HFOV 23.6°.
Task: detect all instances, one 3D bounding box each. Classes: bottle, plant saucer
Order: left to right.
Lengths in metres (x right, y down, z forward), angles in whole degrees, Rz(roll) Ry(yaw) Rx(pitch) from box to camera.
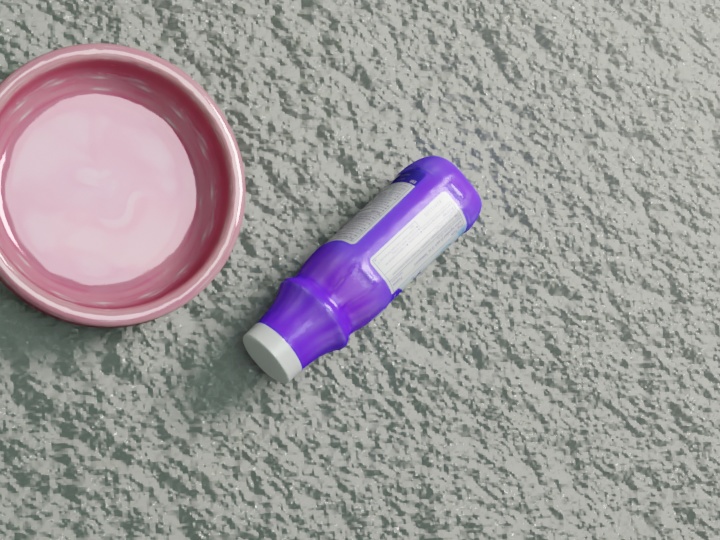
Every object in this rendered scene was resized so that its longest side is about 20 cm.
[{"bbox_3d":[-0.183,-0.058,1.221,0.200,0.051,0.201,3,80,-20],"label":"plant saucer"},{"bbox_3d":[0.000,0.000,1.261,0.200,0.084,0.065,-43,98,-21],"label":"bottle"}]
